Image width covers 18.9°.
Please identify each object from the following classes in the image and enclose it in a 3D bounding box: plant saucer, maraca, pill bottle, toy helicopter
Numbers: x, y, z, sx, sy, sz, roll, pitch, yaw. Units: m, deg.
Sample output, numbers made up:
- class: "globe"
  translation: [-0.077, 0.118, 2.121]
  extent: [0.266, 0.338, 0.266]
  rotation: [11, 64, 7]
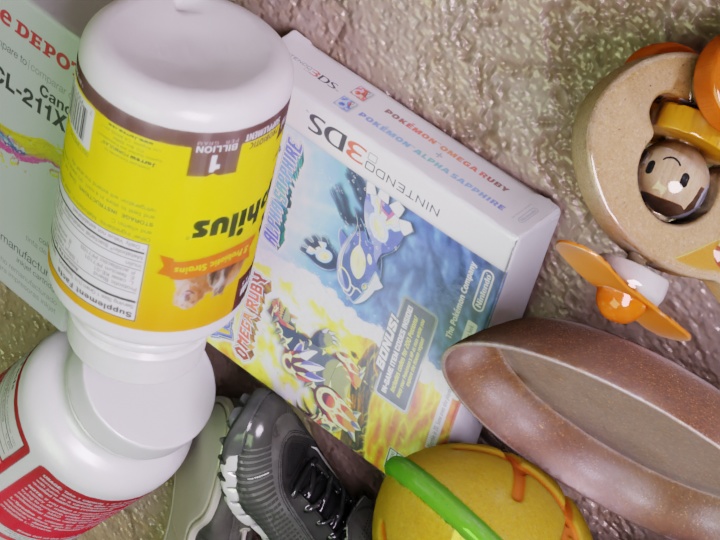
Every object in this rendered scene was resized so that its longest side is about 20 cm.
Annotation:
- class: "plant saucer"
  translation: [0.133, 0.078, 1.050]
  extent: [0.200, 0.035, 0.200]
  rotation: [27, 163, 9]
- class: "maraca"
  translation: [0.075, 0.162, 1.144]
  extent: [0.137, 0.107, 0.200]
  rotation: [42, 172, 41]
- class: "pill bottle"
  translation: [-0.103, -0.038, 1.128]
  extent: [0.109, 0.109, 0.200]
  rotation: [34, 133, 21]
- class: "toy helicopter"
  translation: [0.160, -0.002, 0.971]
  extent: [0.200, 0.132, 0.079]
  rotation: [55, 158, -17]
- class: "pill bottle"
  translation: [-0.170, 0.096, 1.315]
  extent: [0.112, 0.112, 0.200]
  rotation: [56, 142, 0]

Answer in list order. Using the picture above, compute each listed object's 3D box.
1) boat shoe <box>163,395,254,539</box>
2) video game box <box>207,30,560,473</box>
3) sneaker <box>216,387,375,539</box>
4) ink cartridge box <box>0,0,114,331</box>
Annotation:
- class: "boat shoe"
  translation: [-0.085, 0.152, 1.338]
  extent: [0.067, 0.057, 0.200]
  rotation: [-113, 33, -45]
- class: "video game box"
  translation: [0.000, 0.000, 1.169]
  extent: [0.182, 0.047, 0.200]
  rotation: [36, 134, 23]
- class: "sneaker"
  translation: [-0.022, 0.143, 1.249]
  extent: [0.090, 0.067, 0.200]
  rotation: [13, 140, 24]
- class: "ink cartridge box"
  translation: [-0.176, -0.091, 1.234]
  extent: [0.146, 0.083, 0.200]
  rotation: [37, 134, 25]
